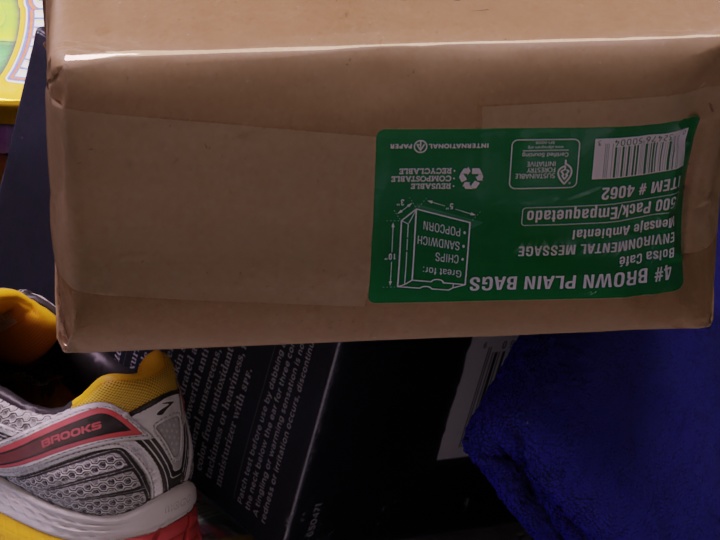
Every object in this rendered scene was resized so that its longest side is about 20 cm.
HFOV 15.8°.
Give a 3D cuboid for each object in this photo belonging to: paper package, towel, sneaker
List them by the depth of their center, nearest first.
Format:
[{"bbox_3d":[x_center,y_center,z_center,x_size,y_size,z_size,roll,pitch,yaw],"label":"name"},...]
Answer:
[{"bbox_3d":[0.000,-0.066,0.807,0.199,0.104,0.191,-2,33,-6],"label":"paper package"},{"bbox_3d":[0.117,0.039,0.869,0.050,0.148,0.200,-24,23,46],"label":"towel"},{"bbox_3d":[-0.134,0.036,0.885,0.200,0.082,0.078,17,25,28],"label":"sneaker"}]

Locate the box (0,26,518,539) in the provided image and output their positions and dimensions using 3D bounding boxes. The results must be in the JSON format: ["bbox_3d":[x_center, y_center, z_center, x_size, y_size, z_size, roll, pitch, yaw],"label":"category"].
[{"bbox_3d":[0.000,0.000,0.961,0.200,0.124,0.198,-3,27,-41],"label":"box"}]

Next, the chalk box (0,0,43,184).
[{"bbox_3d":[-0.146,-0.077,1.101,0.199,0.124,0.125,2,52,-5],"label":"chalk box"}]

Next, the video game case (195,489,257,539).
[{"bbox_3d":[-0.112,0.081,0.918,0.182,0.022,0.200,-3,24,-18],"label":"video game case"}]
